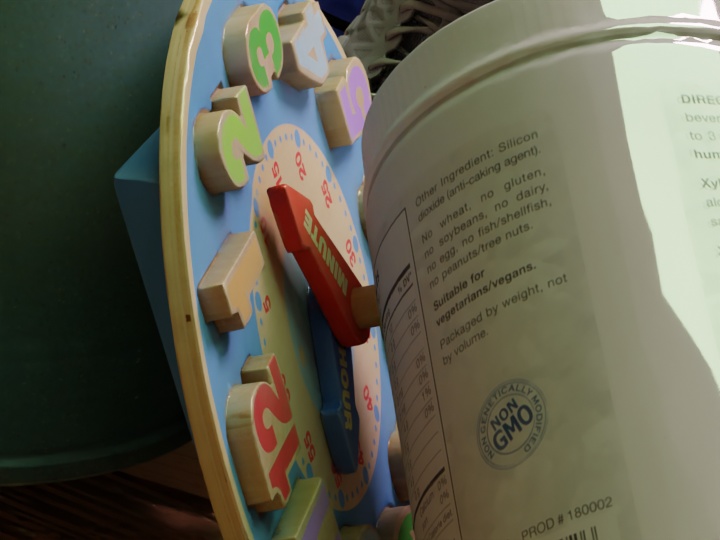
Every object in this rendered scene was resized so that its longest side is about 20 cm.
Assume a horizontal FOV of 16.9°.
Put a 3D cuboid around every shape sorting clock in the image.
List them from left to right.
[{"bbox_3d":[-0.011,0.012,0.663,0.039,0.201,0.200,-7,7,20],"label":"shape sorting clock"}]

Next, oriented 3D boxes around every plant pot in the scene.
[{"bbox_3d":[-0.119,-0.067,0.701,0.199,0.189,0.200,10,20,-4],"label":"plant pot"}]

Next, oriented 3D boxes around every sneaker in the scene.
[{"bbox_3d":[0.026,-0.096,1.018,0.075,0.201,0.116,26,-28,-8],"label":"sneaker"}]

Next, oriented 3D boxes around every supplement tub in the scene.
[{"bbox_3d":[0.075,0.041,0.605,0.131,0.132,0.201,11,54,-28],"label":"supplement tub"}]

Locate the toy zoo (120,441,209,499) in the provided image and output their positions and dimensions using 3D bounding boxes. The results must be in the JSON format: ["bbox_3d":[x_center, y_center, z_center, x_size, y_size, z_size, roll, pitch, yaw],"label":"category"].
[{"bbox_3d":[-0.099,0.016,0.836,0.131,0.021,0.200,18,16,-5],"label":"toy zoo"}]

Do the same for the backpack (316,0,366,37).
[{"bbox_3d":[0.009,-0.147,1.185,0.162,0.201,0.168,13,17,-25],"label":"backpack"}]
